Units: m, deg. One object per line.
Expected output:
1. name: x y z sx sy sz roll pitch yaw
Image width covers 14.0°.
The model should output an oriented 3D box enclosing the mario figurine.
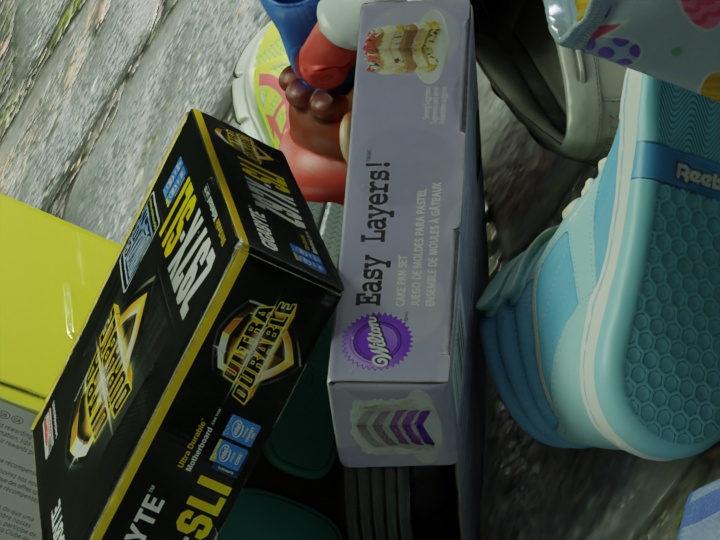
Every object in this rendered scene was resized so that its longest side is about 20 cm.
1. mario figurine: 0.001 -0.114 1.244 0.105 0.201 0.124 -2 38 31

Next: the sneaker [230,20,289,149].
1. sneaker: -0.009 -0.064 1.447 0.090 0.078 0.201 -41 38 35

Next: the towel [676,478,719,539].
1. towel: 0.151 0.103 0.926 0.200 0.024 0.148 -37 35 54

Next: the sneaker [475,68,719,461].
1. sneaker: 0.100 -0.024 1.108 0.130 0.079 0.201 -16 53 63

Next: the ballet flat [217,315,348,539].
1. ballet flat: -0.039 0.096 1.156 0.071 0.070 0.201 -44 29 47

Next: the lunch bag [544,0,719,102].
1. lunch bag: 0.148 -0.140 0.979 0.127 0.169 0.201 -54 27 39

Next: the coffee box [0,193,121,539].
1. coffee box: -0.171 0.103 1.477 0.198 0.199 0.200 -57 23 23

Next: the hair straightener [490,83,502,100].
1. hair straightener: 0.114 -0.138 1.270 0.200 0.041 0.077 -55 5 45

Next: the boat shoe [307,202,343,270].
1. boat shoe: 0.000 0.000 1.342 0.201 0.073 0.067 -66 -19 -1

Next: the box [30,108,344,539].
1. box: -0.073 0.038 1.144 0.160 0.049 0.200 -61 15 12

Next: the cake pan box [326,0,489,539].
1. cake pan box: 0.023 0.026 1.159 0.185 0.052 0.201 80 -169 -52

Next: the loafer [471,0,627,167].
1. loafer: 0.061 -0.118 1.206 0.200 0.069 0.070 53 136 36
